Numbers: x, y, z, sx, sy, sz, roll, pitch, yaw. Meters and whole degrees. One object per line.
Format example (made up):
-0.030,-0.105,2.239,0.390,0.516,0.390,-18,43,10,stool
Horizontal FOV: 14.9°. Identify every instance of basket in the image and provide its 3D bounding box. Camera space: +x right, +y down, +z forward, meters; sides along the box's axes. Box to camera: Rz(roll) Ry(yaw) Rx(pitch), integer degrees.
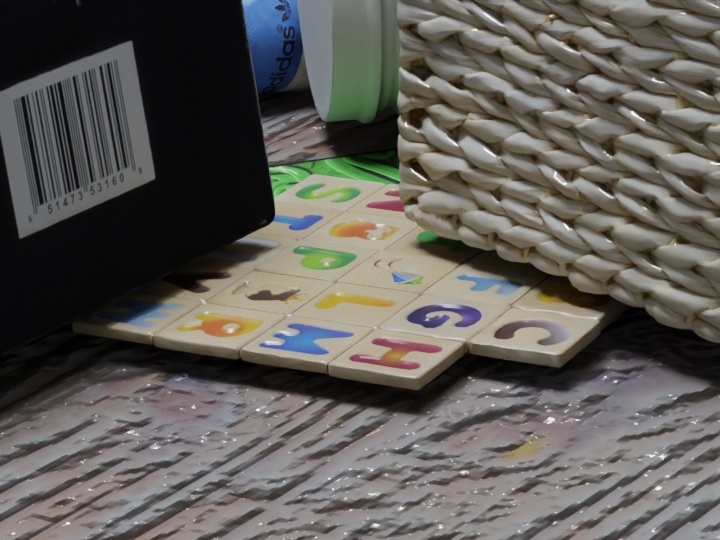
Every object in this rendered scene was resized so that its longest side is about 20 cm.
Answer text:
0.138,-0.084,0.932,0.200,0.161,0.198,-14,26,-38,basket

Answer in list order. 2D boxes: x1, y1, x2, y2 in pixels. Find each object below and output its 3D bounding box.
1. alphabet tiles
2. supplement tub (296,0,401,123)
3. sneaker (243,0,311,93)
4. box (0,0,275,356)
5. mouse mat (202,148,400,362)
0.000,0.000,0.959,0.199,0.006,0.166,8,23,28,alphabet tiles
0.077,-0.131,1.120,0.199,0.146,0.145,-6,20,-7,supplement tub
-0.104,-0.125,1.230,0.111,0.077,0.200,-5,24,-33,sneaker
-0.173,-0.048,0.950,0.198,0.124,0.200,4,20,37,box
0.007,-0.012,1.011,0.160,0.008,0.200,-8,20,-13,mouse mat
